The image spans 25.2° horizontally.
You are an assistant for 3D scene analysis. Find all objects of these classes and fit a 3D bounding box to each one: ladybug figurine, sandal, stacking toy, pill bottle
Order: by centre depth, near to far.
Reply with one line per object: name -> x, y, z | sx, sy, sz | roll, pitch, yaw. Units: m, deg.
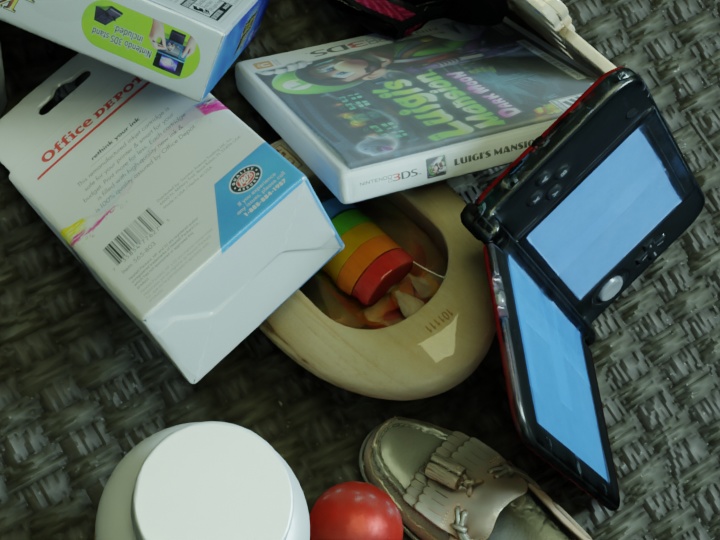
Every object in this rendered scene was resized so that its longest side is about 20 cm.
pill bottle -> -0.082, 0.139, 0.803 | 0.103, 0.200, 0.105 | 4, 67, -9
stacking toy -> -0.017, 0.209, 0.862 | 0.085, 0.086, 0.201 | 17, 60, -4
ladybug figurine -> 0.000, 0.000, 0.925 | 0.135, 0.072, 0.200 | -38, 60, -9
sandal -> -0.004, -0.177, 1.009 | 0.198, 0.075, 0.045 | 17, 77, 13

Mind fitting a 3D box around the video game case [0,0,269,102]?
video game case -> -0.150, -0.171, 0.931 | 0.180, 0.200, 0.046 | 23, 109, -2

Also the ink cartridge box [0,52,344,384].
ink cartridge box -> -0.115, -0.044, 0.904 | 0.115, 0.068, 0.200 | -41, 50, -8

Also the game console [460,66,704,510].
game console -> 0.141, 0.016, 0.881 | 0.172, 0.200, 0.119 | -44, 61, 3

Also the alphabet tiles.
alphabet tiles -> 0.090, -0.173, 0.973 | 0.195, 0.200, 0.015 | 42, 98, 7

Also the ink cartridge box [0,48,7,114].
ink cartridge box -> -0.278, -0.057, 0.888 | 0.067, 0.117, 0.201 | 28, 66, 4

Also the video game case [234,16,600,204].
video game case -> 0.039, -0.104, 0.950 | 0.180, 0.024, 0.200 | -15, 29, -16

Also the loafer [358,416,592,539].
loafer -> 0.089, 0.146, 0.908 | 0.199, 0.063, 0.072 | 38, 66, 5
